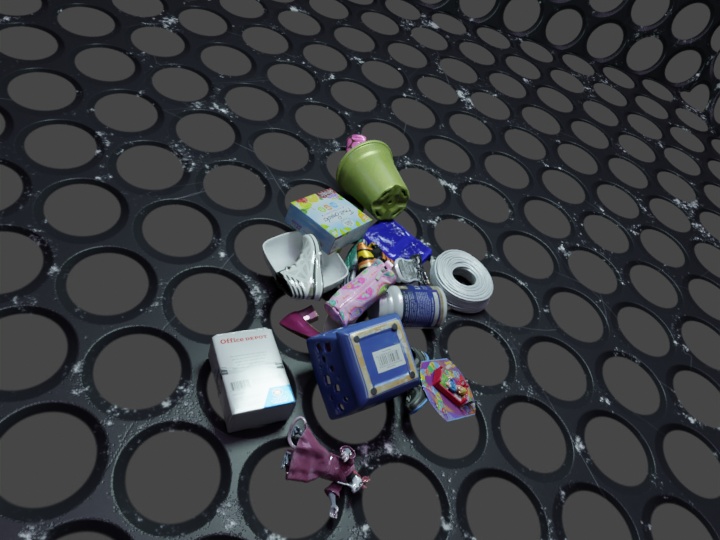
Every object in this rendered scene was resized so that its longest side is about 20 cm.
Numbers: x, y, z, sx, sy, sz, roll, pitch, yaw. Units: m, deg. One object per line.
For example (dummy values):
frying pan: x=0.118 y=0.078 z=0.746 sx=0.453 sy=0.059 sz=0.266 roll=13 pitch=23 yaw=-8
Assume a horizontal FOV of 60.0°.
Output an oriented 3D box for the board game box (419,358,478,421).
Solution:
board game box: x=0.229 y=0.284 z=1.548 sx=0.198 sy=0.039 sz=0.160 roll=5 pitch=54 yaw=-50

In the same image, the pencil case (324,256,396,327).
pencil case: x=0.002 y=0.054 z=1.569 sx=0.199 sy=0.088 sz=0.087 roll=-39 pitch=69 yaw=-17

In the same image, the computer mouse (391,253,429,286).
computer mouse: x=0.129 y=0.004 z=1.727 sx=0.199 sy=0.043 sz=0.112 roll=3 pitch=68 yaw=-61

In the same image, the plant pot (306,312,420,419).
plant pot: x=0.016 y=0.213 z=1.433 sx=0.197 sy=0.179 sz=0.203 roll=-14 pitch=81 yaw=-31

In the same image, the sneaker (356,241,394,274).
sneaker: x=0.055 y=-0.033 z=1.738 sx=0.199 sy=0.069 sz=0.092 roll=9 pitch=66 yaw=-57

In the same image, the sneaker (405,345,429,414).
sneaker: x=0.125 y=0.270 z=1.539 sx=0.082 sy=0.071 sz=0.201 roll=38 pitch=35 yaw=-22

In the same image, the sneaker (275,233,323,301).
sneaker: x=-0.160 y=-0.016 z=1.585 sx=0.113 sy=0.076 sz=0.203 roll=5 pitch=51 yaw=-20

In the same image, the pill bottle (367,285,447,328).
pill bottle: x=0.123 y=0.098 z=1.674 sx=0.196 sy=0.117 sz=0.117 roll=2 pitch=49 yaw=-22

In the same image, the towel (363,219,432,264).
towel: x=0.111 y=-0.080 z=1.880 sx=0.199 sy=0.050 sz=0.147 roll=37 pitch=45 yaw=12

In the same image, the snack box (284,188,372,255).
snack box: x=-0.087 y=-0.141 z=1.742 sx=0.168 sy=0.068 sz=0.199 roll=38 pitch=34 yaw=16

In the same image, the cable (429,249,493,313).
cable: x=0.299 y=0.030 z=1.844 sx=0.197 sy=0.070 sz=0.202 roll=19 pitch=45 yaw=-6

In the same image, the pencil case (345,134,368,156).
pencil case: x=-0.002 y=-0.366 z=2.069 sx=0.092 sy=0.091 sz=0.203 roll=-16 pitch=49 yaw=13

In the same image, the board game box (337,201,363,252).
board game box: x=-0.074 y=-0.133 z=1.851 sx=0.100 sy=0.048 sz=0.201 roll=27 pitch=45 yaw=2

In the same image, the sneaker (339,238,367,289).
sneaker: x=0.000 y=0.000 z=1.762 sx=0.087 sy=0.074 sz=0.202 roll=37 pitch=43 yaw=-21

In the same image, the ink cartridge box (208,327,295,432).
ink cartridge box: x=-0.248 y=0.242 z=1.405 sx=0.144 sy=0.087 sz=0.202 roll=-5 pitch=51 yaw=-27

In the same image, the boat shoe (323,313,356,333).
boat shoe: x=-0.033 y=0.091 z=1.634 sx=0.071 sy=0.068 sz=0.202 roll=31 pitch=73 yaw=-7

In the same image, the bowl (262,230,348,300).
bowl: x=-0.155 y=-0.008 z=1.683 sx=0.198 sy=0.075 sz=0.201 roll=-18 pitch=58 yaw=-36

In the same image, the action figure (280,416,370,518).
action figure: x=-0.074 y=0.422 z=1.332 sx=0.198 sy=0.136 sz=0.149 roll=28 pitch=0 yaw=-14

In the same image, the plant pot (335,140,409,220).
plant pot: x=0.052 y=-0.258 z=1.898 sx=0.197 sy=0.202 sz=0.185 roll=-10 pitch=48 yaw=-30

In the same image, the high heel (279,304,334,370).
high heel: x=-0.120 y=0.186 z=1.545 sx=0.095 sy=0.068 sz=0.201 roll=-25 pitch=61 yaw=-14
